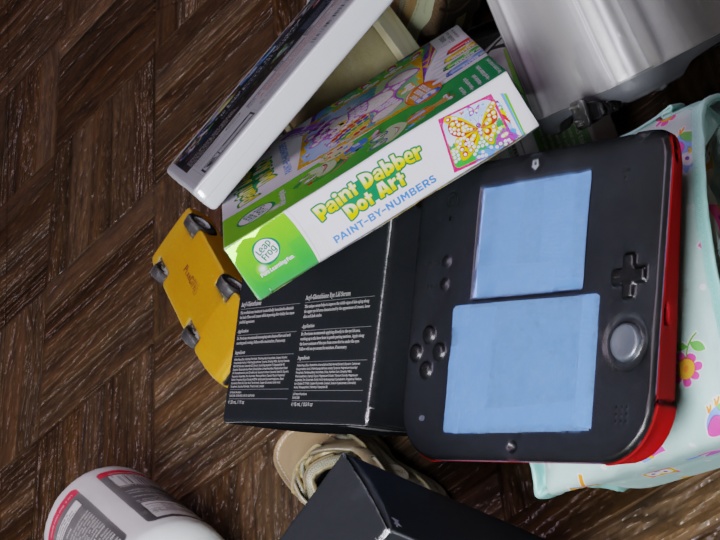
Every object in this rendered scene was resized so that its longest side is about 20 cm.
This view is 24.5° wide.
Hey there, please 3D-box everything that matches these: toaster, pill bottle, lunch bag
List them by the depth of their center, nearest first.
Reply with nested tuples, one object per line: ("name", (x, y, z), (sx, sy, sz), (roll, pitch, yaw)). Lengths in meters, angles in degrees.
("lunch bag", (0.167, 0.017, 0.957), (0.170, 0.122, 0.200), (-27, 67, 43))
("toaster", (0.156, -0.172, 1.050), (0.200, 0.129, 0.114), (-30, 5, -43))
("pill bottle", (-0.165, 0.235, 1.303), (0.200, 0.111, 0.111), (23, 87, 57))

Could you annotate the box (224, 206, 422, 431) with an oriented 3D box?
("box", (-0.008, 0.037, 1.112), (0.200, 0.079, 0.141), (-7, 76, 59))

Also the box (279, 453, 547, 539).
("box", (0.038, 0.209, 0.957), (0.141, 0.200, 0.079), (-53, 34, 15))

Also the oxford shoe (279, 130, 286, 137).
("oxford shoe", (-0.055, -0.096, 1.356), (0.073, 0.085, 0.200), (-28, 10, -22))

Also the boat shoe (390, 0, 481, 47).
("boat shoe", (0.044, -0.193, 1.276), (0.076, 0.072, 0.200), (48, 149, 17))

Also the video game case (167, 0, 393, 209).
("video game case", (-0.055, -0.131, 1.150), (0.200, 0.023, 0.182), (-50, 15, -2))

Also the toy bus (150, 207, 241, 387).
("toy bus", (-0.114, 0.026, 1.406), (0.065, 0.078, 0.200), (-55, 34, 14))

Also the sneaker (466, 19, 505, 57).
("sneaker", (0.117, -0.162, 1.229), (0.200, 0.066, 0.091), (-39, 42, 36))

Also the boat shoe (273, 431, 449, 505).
("boat shoe", (-0.015, 0.148, 1.195), (0.200, 0.065, 0.072), (22, 87, 57))

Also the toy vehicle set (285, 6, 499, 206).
("toy vehicle set", (0.025, -0.084, 1.197), (0.124, 0.026, 0.200), (-52, 57, 33))

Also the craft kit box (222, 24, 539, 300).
("craft kit box", (0.004, -0.075, 1.055), (0.197, 0.049, 0.200), (-35, 16, 4))

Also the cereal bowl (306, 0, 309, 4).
("cereal bowl", (0.020, -0.264, 1.387), (0.200, 0.083, 0.200), (-42, 26, 27))

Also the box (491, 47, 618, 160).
("box", (0.095, -0.066, 1.171), (0.200, 0.036, 0.145), (-32, 69, 42))

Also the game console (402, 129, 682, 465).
("game console", (0.097, 0.019, 0.925), (0.200, 0.031, 0.177), (-7, 79, 51))
